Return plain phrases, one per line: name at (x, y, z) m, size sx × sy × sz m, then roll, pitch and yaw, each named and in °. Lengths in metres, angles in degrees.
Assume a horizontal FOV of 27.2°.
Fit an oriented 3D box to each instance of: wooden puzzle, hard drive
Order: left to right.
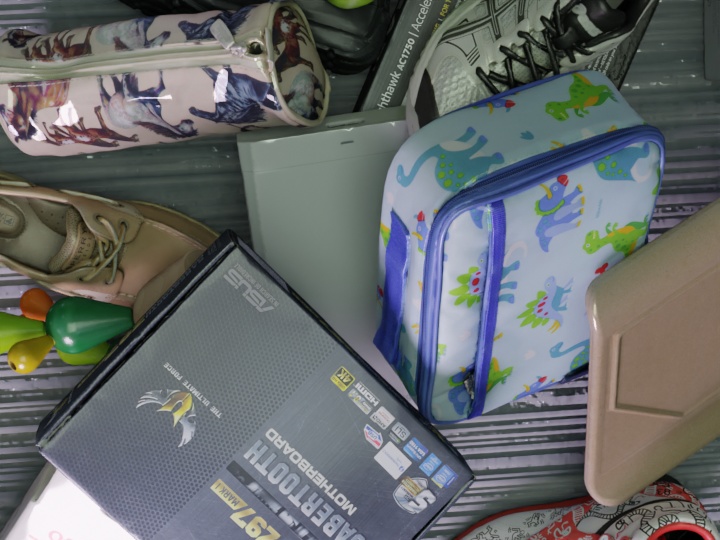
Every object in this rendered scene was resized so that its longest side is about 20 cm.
hard drive at (0.000, 0.000, 0.930) m, size 0.130 × 0.026 × 0.202 m, roll -9°, pitch 117°, yaw -4°
wooden puzzle at (0.208, 0.036, 0.919) m, size 0.184 × 0.037 × 0.201 m, roll -31°, pitch 139°, yaw -18°

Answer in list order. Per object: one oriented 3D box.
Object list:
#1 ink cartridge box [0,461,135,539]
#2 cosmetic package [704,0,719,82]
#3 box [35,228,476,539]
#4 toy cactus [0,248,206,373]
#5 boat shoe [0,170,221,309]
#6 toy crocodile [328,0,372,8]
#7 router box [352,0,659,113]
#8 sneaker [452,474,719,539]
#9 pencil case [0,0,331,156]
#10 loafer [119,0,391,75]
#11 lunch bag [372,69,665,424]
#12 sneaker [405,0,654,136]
ink cartridge box at (-0.174, 0.194, 0.925) m, size 0.117 × 0.067 × 0.201 m, roll 33°, pitch 112°, yaw -10°
cosmetic package at (0.330, -0.170, 0.880) m, size 0.197 × 0.200 × 0.124 m, roll -3°, pitch 99°, yaw -5°
box at (-0.058, 0.102, 0.837) m, size 0.158 × 0.051 × 0.200 m, roll -44°, pitch 103°, yaw 2°
toy cactus at (-0.134, 0.050, 0.898) m, size 0.199 × 0.103 × 0.165 m, roll 25°, pitch 135°, yaw -20°
boat shoe at (-0.172, -0.013, 0.921) m, size 0.198 × 0.065 × 0.072 m, roll 13°, pitch 97°, yaw -7°
toy crocodile at (0.059, -0.219, 0.863) m, size 0.199 × 0.068 × 0.062 m, roll -38°, pitch 94°, yaw 5°
router box at (0.098, -0.153, 0.934) m, size 0.148 × 0.051 × 0.202 m, roll 23°, pitch 96°, yaw -7°
sneaker at (0.134, 0.194, 0.961) m, size 0.200 × 0.108 × 0.068 m, roll -20°, pitch 100°, yaw -2°
pencil case at (-0.122, -0.114, 0.870) m, size 0.198 × 0.089 × 0.079 m, roll -4°, pitch 69°, yaw 18°
loafer at (-0.077, -0.180, 0.910) m, size 0.199 × 0.068 × 0.071 m, roll 17°, pitch 78°, yaw -6°
lunch bag at (0.087, -0.007, 0.858) m, size 0.159 × 0.083 × 0.201 m, roll -19°, pitch 140°, yaw -20°
sneaker at (0.105, -0.140, 0.849) m, size 0.076 × 0.088 × 0.200 m, roll 43°, pitch 84°, yaw -19°
